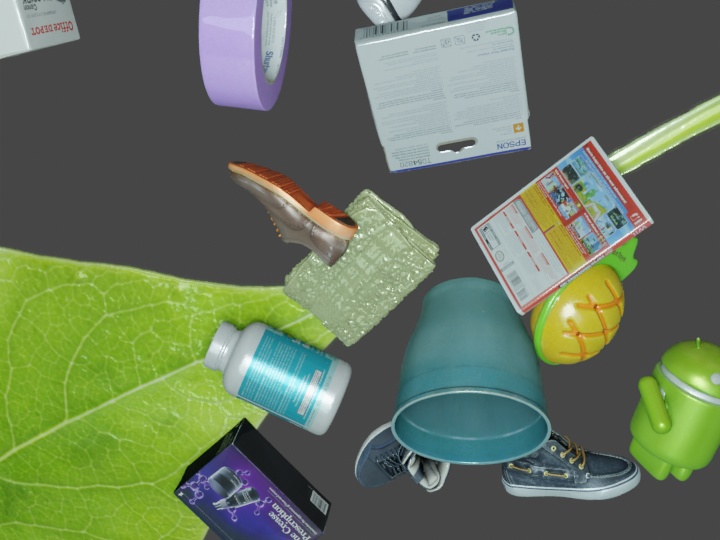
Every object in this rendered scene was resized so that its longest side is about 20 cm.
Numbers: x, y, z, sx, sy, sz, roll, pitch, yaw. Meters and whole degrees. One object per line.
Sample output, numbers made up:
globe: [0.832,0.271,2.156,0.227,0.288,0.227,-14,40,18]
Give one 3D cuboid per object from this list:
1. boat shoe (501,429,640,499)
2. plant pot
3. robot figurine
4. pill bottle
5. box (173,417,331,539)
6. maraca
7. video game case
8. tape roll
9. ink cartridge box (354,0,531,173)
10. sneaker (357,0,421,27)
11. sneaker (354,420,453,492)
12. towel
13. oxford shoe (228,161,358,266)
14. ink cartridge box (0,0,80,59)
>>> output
boat shoe: [0.298,0.272,1.217,0.197,0.071,0.092,-6,113,12]
plant pot: [0.142,0.123,1.104,0.196,0.190,0.201,3,143,2]
robot figurine: [0.439,0.183,1.143,0.173,0.116,0.203,9,112,-25]
pill bottle: [-0.119,0.145,1.206,0.198,0.111,0.112,25,111,-3]
box: [-0.164,0.352,1.307,0.141,0.079,0.200,-40,101,21]
maraca: [0.296,0.036,1.114,0.136,0.107,0.202,22,103,-46]
video game case: [0.251,-0.057,1.083,0.199,0.144,0.017,-38,146,19]
tape roll: [-0.131,-0.294,0.999,0.064,0.200,0.203,7,111,6]
ink cartridge box: [0.108,-0.226,1.063,0.196,0.041,0.202,-8,134,10]
sneaker: [0.016,-0.393,1.014,0.114,0.075,0.200,-36,107,17]
sneaker: [0.059,0.274,1.212,0.077,0.147,0.202,42,111,-11]
towel: [0.000,0.000,1.178,0.148,0.037,0.200,40,109,-9]
oxford shoe: [-0.102,-0.078,1.129,0.199,0.071,0.074,34,110,13]
ink cartridge box: [-0.435,-0.369,1.042,0.082,0.145,0.203,-7,109,10]
